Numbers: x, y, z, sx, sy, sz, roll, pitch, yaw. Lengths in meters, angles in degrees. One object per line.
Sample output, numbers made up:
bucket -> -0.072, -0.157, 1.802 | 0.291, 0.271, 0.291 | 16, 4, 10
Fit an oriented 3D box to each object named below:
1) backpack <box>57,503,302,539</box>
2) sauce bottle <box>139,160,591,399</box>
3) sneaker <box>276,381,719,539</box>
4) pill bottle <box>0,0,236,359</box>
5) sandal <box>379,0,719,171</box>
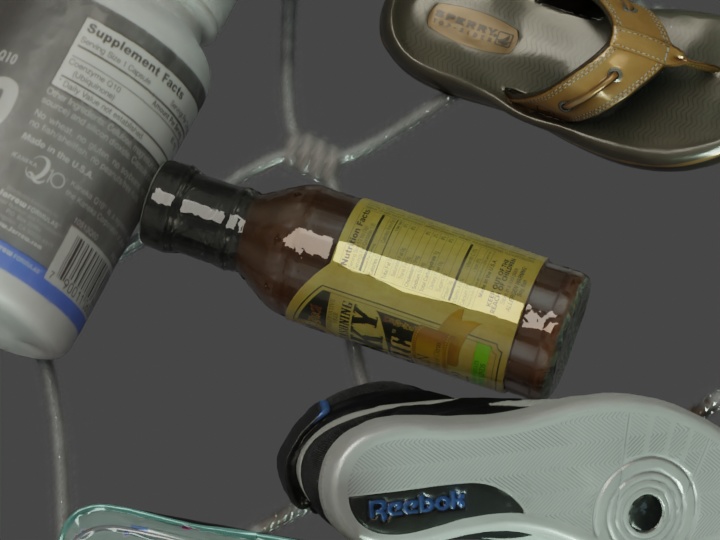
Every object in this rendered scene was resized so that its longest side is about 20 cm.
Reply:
backpack -> -0.062, 0.205, 1.196 | 0.175, 0.153, 0.201 | 10, 78, 8
sauce bottle -> 0.000, 0.000, 1.299 | 0.199, 0.065, 0.065 | 18, 74, 12
sneaker -> 0.062, 0.078, 1.264 | 0.199, 0.112, 0.073 | 4, 98, -21
pill bottle -> -0.138, -0.071, 1.328 | 0.113, 0.114, 0.200 | 22, 74, 17
sandal -> 0.101, -0.103, 1.332 | 0.199, 0.055, 0.082 | 20, 74, 16
